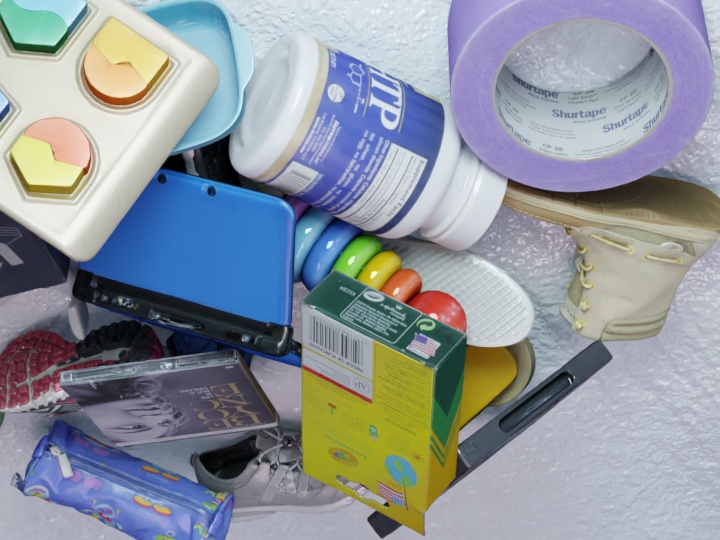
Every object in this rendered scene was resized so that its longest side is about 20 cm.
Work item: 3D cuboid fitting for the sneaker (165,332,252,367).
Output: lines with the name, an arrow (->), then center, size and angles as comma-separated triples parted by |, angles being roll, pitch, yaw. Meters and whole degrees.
sneaker -> -0.129, 0.056, 1.771 | 0.078, 0.066, 0.200 | 11, 133, -5

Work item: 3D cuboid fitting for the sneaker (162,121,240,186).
sneaker -> -0.145, -0.071, 1.645 | 0.082, 0.072, 0.201 | 7, 128, 18

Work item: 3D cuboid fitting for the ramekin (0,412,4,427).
ramekin -> -0.427, 0.147, 1.836 | 0.199, 0.098, 0.200 | 0, 133, 0

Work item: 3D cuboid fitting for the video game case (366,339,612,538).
video game case -> 0.110, 0.148, 1.758 | 0.026, 0.181, 0.200 | 53, 148, 7

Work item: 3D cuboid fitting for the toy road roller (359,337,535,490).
toy road roller -> 0.041, 0.090, 1.761 | 0.200, 0.123, 0.146 | -39, 85, 6

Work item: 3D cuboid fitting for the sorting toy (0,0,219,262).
sorting toy -> -0.230, -0.133, 1.484 | 0.200, 0.185, 0.036 | 35, 163, 0

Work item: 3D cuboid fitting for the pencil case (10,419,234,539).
pencil case -> -0.215, 0.205, 1.868 | 0.199, 0.078, 0.087 | 23, 161, 2

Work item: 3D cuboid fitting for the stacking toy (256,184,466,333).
stacking toy -> 0.000, 0.000, 1.626 | 0.200, 0.085, 0.086 | 33, 134, 14

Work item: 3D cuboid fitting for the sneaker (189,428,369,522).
sneaker -> -0.066, 0.181, 1.880 | 0.199, 0.075, 0.082 | -18, 133, 18

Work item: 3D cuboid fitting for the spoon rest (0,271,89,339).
spoon rest -> -0.325, 0.019, 1.753 | 0.199, 0.061, 0.100 | 6, 134, 13

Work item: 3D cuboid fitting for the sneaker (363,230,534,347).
sneaker -> 0.060, 0.006, 1.685 | 0.199, 0.082, 0.074 | 24, 100, 19

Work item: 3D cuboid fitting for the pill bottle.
pill bottle -> 0.010, -0.094, 1.588 | 0.199, 0.120, 0.120 | 23, 130, -23

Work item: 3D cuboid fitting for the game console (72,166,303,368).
game console -> -0.122, -0.005, 1.639 | 0.199, 0.119, 0.171 | 15, 176, 23

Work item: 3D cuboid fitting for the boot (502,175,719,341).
boot -> 0.187, -0.017, 1.696 | 0.199, 0.073, 0.156 | 10, 134, -15

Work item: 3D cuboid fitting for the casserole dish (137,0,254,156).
casserole dish -> -0.170, -0.137, 1.562 | 0.199, 0.122, 0.039 | -14, 164, 14

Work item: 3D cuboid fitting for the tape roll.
tape roll -> 0.166, -0.161, 1.547 | 0.199, 0.085, 0.200 | 0, 134, 0

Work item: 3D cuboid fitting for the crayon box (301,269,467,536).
crayon box -> 0.015, 0.107, 1.610 | 0.127, 0.051, 0.200 | 26, 138, 23

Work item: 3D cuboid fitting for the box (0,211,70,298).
box -> -0.354, -0.072, 1.615 | 0.196, 0.118, 0.200 | -13, 131, 13

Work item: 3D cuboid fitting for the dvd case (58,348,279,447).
dvd case -> -0.157, 0.111, 1.716 | 0.148, 0.016, 0.200 | -8, 160, 5

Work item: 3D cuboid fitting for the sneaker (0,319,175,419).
sneaker -> -0.247, 0.100, 1.784 | 0.199, 0.081, 0.075 | -6, 144, 31
